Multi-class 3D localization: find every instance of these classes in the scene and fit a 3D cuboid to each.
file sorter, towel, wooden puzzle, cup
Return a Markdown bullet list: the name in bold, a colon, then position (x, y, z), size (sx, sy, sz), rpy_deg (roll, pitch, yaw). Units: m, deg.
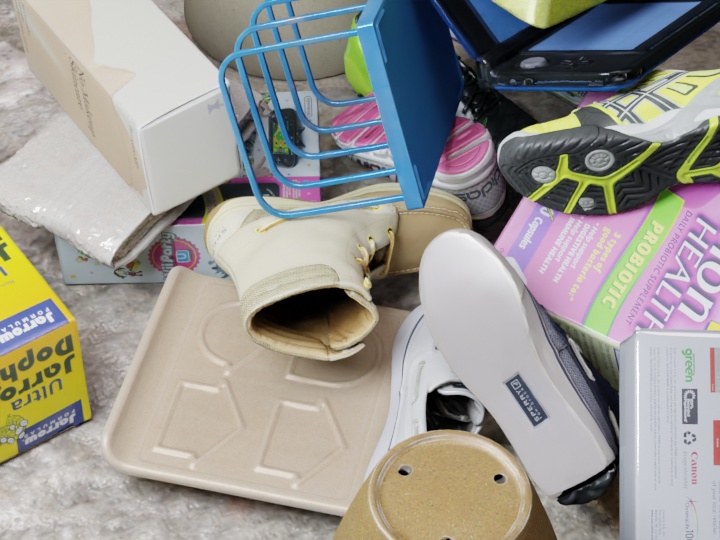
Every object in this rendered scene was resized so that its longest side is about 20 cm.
- **file sorter**: position (-0.011, -0.142, 1.337), size (0.122, 0.139, 0.200), rpy_deg (-9, 27, 17)
- **towel**: position (-0.175, -0.089, 1.393), size (0.132, 0.035, 0.200), rpy_deg (25, 53, 24)
- **wooden puzzle**: position (-0.062, 0.091, 1.303), size (0.199, 0.046, 0.186), rpy_deg (13, 48, 5)
- **cup**: position (-0.056, -0.282, 1.585), size (0.199, 0.144, 0.201), rpy_deg (0, 46, 0)

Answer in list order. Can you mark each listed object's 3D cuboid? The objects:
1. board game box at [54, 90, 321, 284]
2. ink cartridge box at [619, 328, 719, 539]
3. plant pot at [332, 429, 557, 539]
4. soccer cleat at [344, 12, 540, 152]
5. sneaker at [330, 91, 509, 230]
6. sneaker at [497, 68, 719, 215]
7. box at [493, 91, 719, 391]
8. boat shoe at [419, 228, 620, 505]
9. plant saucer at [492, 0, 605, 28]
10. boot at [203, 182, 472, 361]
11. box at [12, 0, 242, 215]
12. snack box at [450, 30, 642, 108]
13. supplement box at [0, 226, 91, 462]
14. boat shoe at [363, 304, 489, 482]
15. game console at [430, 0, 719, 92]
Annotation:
- **board game box**: position (-0.129, -0.065, 1.435), size (0.199, 0.064, 0.148), rpy_deg (-3, 47, -1)
- **ink cartridge box**: position (0.253, 0.142, 1.162), size (0.175, 0.084, 0.201), rpy_deg (1, 82, 1)
- **plant pot**: position (0.050, 0.191, 1.100), size (0.185, 0.201, 0.187), rpy_deg (0, 45, 0)
- **soccer cleat**: position (0.066, -0.145, 1.497), size (0.200, 0.081, 0.067), rpy_deg (31, 54, 26)
- **sneaker**: position (0.048, -0.082, 1.450), size (0.074, 0.088, 0.200), rpy_deg (-40, 35, -17)
- **sneaker**: position (0.192, -0.094, 1.279), size (0.199, 0.076, 0.077), rpy_deg (-8, 47, 4)
- **box**: position (0.213, -0.007, 1.316), size (0.199, 0.097, 0.176), rpy_deg (26, 73, 23)
- **boat shoe**: position (0.113, 0.059, 1.255), size (0.201, 0.074, 0.093), rpy_deg (62, 23, 3)
- **plant saucer**: position (0.115, -0.266, 1.331), size (0.200, 0.048, 0.199), rpy_deg (37, 41, 23)
- **boot**: position (0.000, 0.000, 1.305), size (0.199, 0.073, 0.156), rpy_deg (-1, 26, -16)
- **box**: position (-0.172, -0.142, 1.357), size (0.078, 0.095, 0.200), rpy_deg (-28, 51, -20)
- **snack box**: position (0.150, -0.172, 1.487), size (0.200, 0.053, 0.142), rpy_deg (32, 10, 27)
- **supplement box**: position (-0.289, 0.033, 1.311), size (0.109, 0.110, 0.200), rpy_deg (-28, 53, -24)
- **boat shoe**: position (0.055, 0.092, 1.263), size (0.066, 0.072, 0.200), rpy_deg (-27, 28, 38)
- **game console**: position (0.152, -0.213, 1.334), size (0.170, 0.119, 0.200), rpy_deg (4, 27, 37)
